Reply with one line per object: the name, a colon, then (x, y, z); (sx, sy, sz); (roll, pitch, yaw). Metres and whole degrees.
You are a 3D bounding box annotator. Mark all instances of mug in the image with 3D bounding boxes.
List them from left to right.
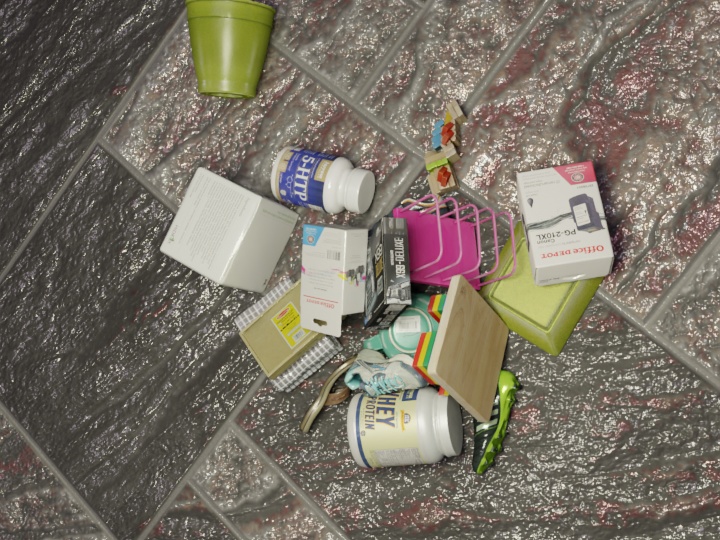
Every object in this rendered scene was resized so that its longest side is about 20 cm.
mug: (0.102, 0.133, 1.637); (0.152, 0.114, 0.185); (42, 97, 20)

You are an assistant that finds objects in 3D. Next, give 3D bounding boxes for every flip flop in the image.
flip flop: (-0.056, 0.256, 1.704); (0.057, 0.081, 0.201); (33, 96, 4)

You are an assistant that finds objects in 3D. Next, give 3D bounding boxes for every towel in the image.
towel: (-0.155, 0.131, 1.748); (0.165, 0.085, 0.201); (-40, 71, 10)

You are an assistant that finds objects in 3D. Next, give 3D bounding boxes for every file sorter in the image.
file sorter: (0.181, -0.053, 1.563); (0.125, 0.198, 0.141); (-24, 64, 50)

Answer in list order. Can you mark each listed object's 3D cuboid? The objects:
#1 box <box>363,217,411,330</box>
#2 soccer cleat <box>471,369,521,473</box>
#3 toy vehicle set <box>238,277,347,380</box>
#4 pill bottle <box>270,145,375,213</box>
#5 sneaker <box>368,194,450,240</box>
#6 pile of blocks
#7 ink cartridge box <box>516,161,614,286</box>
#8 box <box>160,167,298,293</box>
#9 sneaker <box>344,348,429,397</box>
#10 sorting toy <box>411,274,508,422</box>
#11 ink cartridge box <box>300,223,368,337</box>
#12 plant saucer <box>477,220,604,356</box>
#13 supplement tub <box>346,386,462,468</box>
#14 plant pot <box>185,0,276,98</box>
box: (0.045, 0.011, 1.526); (0.049, 0.200, 0.160); (1, 73, -11)
soccer cleat: (0.244, 0.287, 1.597); (0.080, 0.067, 0.202); (16, 82, 31)
toy vehicle set: (-0.138, 0.110, 1.681); (0.200, 0.027, 0.125); (-41, 60, 3)
pill bottle: (-0.076, -0.185, 1.745); (0.198, 0.120, 0.121); (14, 88, 21)
sneaker: (0.084, -0.098, 1.697); (0.198, 0.078, 0.080); (-14, 83, 6)
pile of blocks: (0.166, -0.254, 1.696); (0.081, 0.062, 0.202); (5, 84, 20)
ink cartridge box: (0.378, -0.087, 1.548); (0.143, 0.084, 0.202); (-9, 66, 7)
box: (-0.272, -0.081, 1.758); (0.170, 0.199, 0.202); (27, 92, 20)
sneaker: (0.048, 0.210, 1.583); (0.199, 0.078, 0.086); (-1, 37, 51)
sorting toy: (0.183, 0.147, 1.541); (0.069, 0.199, 0.202); (-7, 52, 38)
ink cartridge box: (-0.052, 0.016, 1.590); (0.114, 0.067, 0.202); (11, 101, 41)
plant saucer: (0.340, 0.028, 1.601); (0.199, 0.048, 0.201); (31, 94, 21)
supplement tub: (0.087, 0.301, 1.604); (0.198, 0.145, 0.147); (-9, 80, 19)
plant pot: (-0.292, -0.484, 1.840); (0.198, 0.200, 0.195); (7, 97, 21)
